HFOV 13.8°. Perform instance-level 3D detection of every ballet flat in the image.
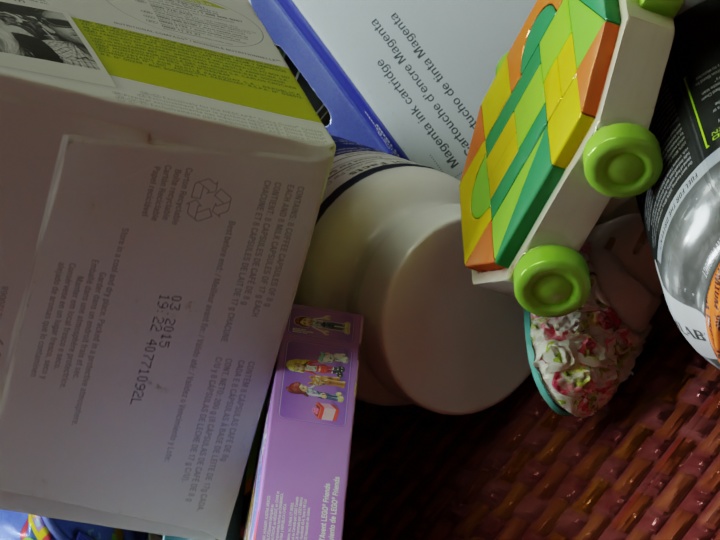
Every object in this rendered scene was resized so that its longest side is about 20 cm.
[{"bbox_3d":[0.114,-0.020,1.351,0.064,0.076,0.200,-26,35,29],"label":"ballet flat"}]

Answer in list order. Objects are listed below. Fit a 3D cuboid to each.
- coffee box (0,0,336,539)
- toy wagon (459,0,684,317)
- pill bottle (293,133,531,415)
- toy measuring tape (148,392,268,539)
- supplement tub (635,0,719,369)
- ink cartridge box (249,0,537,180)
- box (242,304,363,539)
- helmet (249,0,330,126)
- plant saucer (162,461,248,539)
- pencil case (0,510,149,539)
[{"bbox_3d":[-0.148,-0.022,1.335,0.198,0.200,0.200,-120,44,-62],"label":"coffee box"},{"bbox_3d":[0.097,-0.083,1.259,0.155,0.040,0.200,-92,24,-50],"label":"toy wagon"},{"bbox_3d":[0.000,0.000,1.424,0.116,0.116,0.200,-49,31,-11],"label":"pill bottle"},{"bbox_3d":[-0.074,0.108,1.436,0.074,0.074,0.200,-26,41,30],"label":"toy measuring tape"},{"bbox_3d":[0.177,-0.032,1.232,0.122,0.123,0.200,-34,29,17],"label":"supplement tub"},{"bbox_3d":[0.023,-0.136,1.508,0.200,0.196,0.043,-37,-1,11],"label":"ink cartridge box"},{"bbox_3d":[-0.032,0.130,1.289,0.200,0.039,0.137,-84,4,-51],"label":"box"},{"bbox_3d":[-0.057,-0.155,1.638,0.200,0.191,0.200,0,24,0],"label":"helmet"},{"bbox_3d":[-0.072,0.111,1.377,0.070,0.019,0.200,143,137,-59],"label":"plant saucer"},{"bbox_3d":[-0.193,0.162,1.476,0.200,0.078,0.087,-36,37,28],"label":"pencil case"}]
